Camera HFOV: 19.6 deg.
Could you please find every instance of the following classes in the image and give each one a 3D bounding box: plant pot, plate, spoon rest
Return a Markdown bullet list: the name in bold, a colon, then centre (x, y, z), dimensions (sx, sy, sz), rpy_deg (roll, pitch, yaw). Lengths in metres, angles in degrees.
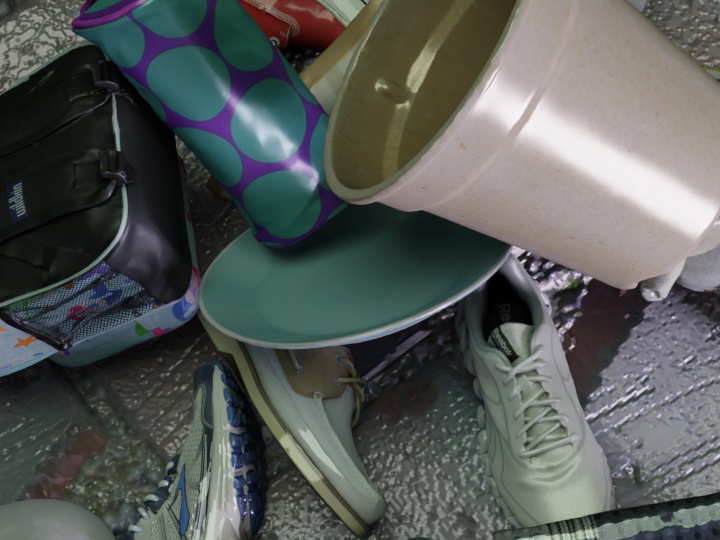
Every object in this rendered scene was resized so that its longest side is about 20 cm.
- **plant pot**: centre (0.110, -0.087, 1.181), dimensions (0.183, 0.200, 0.201), rpy_deg (29, 67, -21)
- **plate**: centre (0.000, 0.000, 1.264), dimensions (0.200, 0.026, 0.200), rpy_deg (-13, 27, 7)
- **spoon rest**: centre (-0.240, 0.179, 1.279), dimensions (0.200, 0.061, 0.100), rpy_deg (12, 89, 4)

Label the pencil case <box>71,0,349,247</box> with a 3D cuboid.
- **pencil case**: centre (-0.083, -0.105, 1.257), dimensions (0.092, 0.200, 0.085), rpy_deg (5, 52, 51)

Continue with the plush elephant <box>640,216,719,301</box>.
- **plush elephant**: centre (0.250, -0.014, 1.250), dimensions (0.200, 0.155, 0.165), rpy_deg (55, 36, -6)

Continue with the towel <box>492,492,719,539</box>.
- **towel**: centre (0.182, 0.228, 1.167), dimensions (0.192, 0.035, 0.200), rpy_deg (-10, 92, 2)

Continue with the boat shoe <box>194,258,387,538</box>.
- **boat shoe**: centre (-0.033, 0.071, 1.285), dimensions (0.068, 0.075, 0.200), rpy_deg (-33, 62, -3)

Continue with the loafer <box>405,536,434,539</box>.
- **loafer**: centre (-0.004, 0.249, 1.217), dimensions (0.072, 0.063, 0.200), rpy_deg (14, 60, 49)

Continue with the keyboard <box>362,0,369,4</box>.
- **keyboard**: centre (-0.012, -0.234, 1.420), dimensions (0.200, 0.011, 0.056), rpy_deg (44, 80, 0)

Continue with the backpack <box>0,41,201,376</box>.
- **backpack**: centre (-0.203, -0.025, 1.304), dimensions (0.200, 0.151, 0.178), rpy_deg (-22, 54, 15)

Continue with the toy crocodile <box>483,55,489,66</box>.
- **toy crocodile**: centre (0.080, -0.131, 1.282), dimensions (0.068, 0.062, 0.200), rpy_deg (44, 103, 22)

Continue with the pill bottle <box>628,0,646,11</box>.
- **pill bottle**: centre (0.122, -0.217, 1.375), dimensions (0.112, 0.112, 0.200), rpy_deg (-15, 64, 2)

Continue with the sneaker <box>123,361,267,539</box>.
- **sneaker**: centre (-0.105, 0.150, 1.263), dimensions (0.085, 0.077, 0.200), rpy_deg (-6, 64, 11)

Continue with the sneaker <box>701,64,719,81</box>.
- **sneaker**: centre (0.155, -0.068, 1.329), dimensions (0.200, 0.075, 0.090), rpy_deg (-14, 72, 9)

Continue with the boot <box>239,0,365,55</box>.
- **boot**: centre (-0.075, -0.151, 1.408), dimensions (0.200, 0.072, 0.144), rpy_deg (35, 88, 15)

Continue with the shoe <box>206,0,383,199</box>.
- **shoe**: centre (-0.023, -0.107, 1.345), dimensions (0.053, 0.070, 0.200), rpy_deg (46, 112, -3)

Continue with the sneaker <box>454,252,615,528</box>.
- **sneaker**: centre (0.101, 0.078, 1.261), dimensions (0.075, 0.081, 0.200), rpy_deg (-18, 65, -2)
